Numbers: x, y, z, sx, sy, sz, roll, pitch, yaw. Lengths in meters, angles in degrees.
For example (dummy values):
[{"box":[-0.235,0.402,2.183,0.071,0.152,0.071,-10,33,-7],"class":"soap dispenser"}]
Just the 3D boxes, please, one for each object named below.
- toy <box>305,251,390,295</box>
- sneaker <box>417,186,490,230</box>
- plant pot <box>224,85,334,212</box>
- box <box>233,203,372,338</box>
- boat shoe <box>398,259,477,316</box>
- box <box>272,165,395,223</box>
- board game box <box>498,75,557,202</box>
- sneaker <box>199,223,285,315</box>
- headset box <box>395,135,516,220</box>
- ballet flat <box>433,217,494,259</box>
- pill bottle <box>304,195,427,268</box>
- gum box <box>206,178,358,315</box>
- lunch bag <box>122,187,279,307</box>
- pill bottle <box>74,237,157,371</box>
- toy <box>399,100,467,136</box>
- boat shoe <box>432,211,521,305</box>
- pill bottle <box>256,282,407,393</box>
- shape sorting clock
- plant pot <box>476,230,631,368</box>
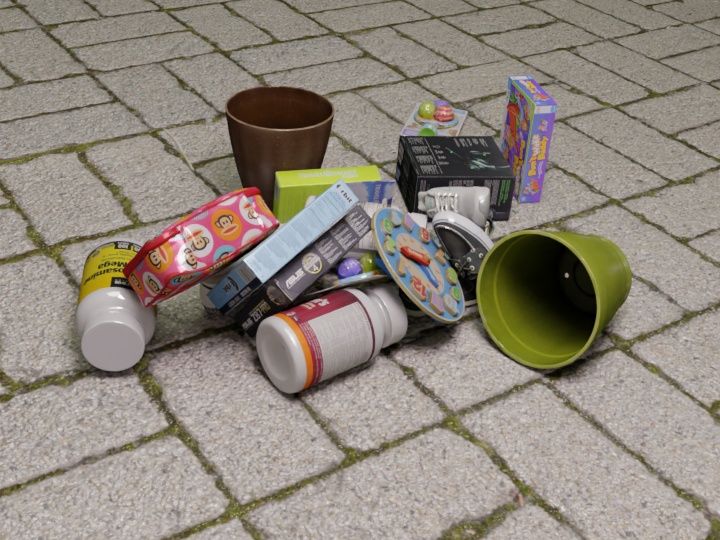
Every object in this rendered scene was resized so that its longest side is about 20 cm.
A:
[{"box":[0.000,0.000,1.496,0.114,0.048,0.200,-17,-5,19],"class":"toy"},{"box":[0.146,-0.099,1.578,0.080,0.071,0.200,8,0,-15],"class":"sneaker"},{"box":[-0.143,-0.192,1.744,0.185,0.201,0.187,4,32,-2],"class":"plant pot"},{"box":[-0.082,0.002,1.465,0.049,0.161,0.200,49,55,-3],"class":"box"},{"box":[0.149,0.016,1.585,0.199,0.068,0.072,-14,35,-29],"class":"boat shoe"},{"box":[-0.048,-0.117,1.709,0.199,0.122,0.048,-5,47,-14],"class":"box"},{"box":[0.310,-0.249,1.891,0.044,0.201,0.135,-5,33,-13],"class":"board game box"},{"box":[-0.164,-0.005,1.540,0.199,0.081,0.076,-28,47,-29],"class":"sneaker"},{"box":[0.180,-0.174,1.856,0.198,0.093,0.174,-2,33,-11],"class":"headset box"},{"box":[0.170,-0.045,1.668,0.074,0.075,0.200,18,35,20],"class":"ballet flat"},{"box":[0.006,-0.055,1.632,0.198,0.114,0.114,7,33,3],"class":"pill bottle"},{"box":[-0.112,-0.032,1.416,0.045,0.170,0.200,50,60,-3],"class":"gum box"},{"box":[-0.221,-0.025,1.373,0.200,0.176,0.082,-31,87,-35],"class":"lunch bag"},{"box":[-0.346,0.048,1.426,0.112,0.113,0.200,-1,33,-9],"class":"pill bottle"},{"box":[0.160,-0.328,2.121,0.114,0.047,0.200,12,34,8],"class":"toy"},{"box":[0.179,-0.009,1.538,0.068,0.200,0.057,-20,33,46],"class":"boat shoe"},{"box":[-0.038,0.089,1.406,0.199,0.110,0.109,-21,40,-34],"class":"pill bottle"},{"box":[0.088,-0.011,1.467,0.200,0.039,0.201,37,34,-30],"class":"shape sorting clock"},{"box":[0.309,0.026,1.500,0.200,0.202,0.192,28,27,32],"class":"plant pot"}]
